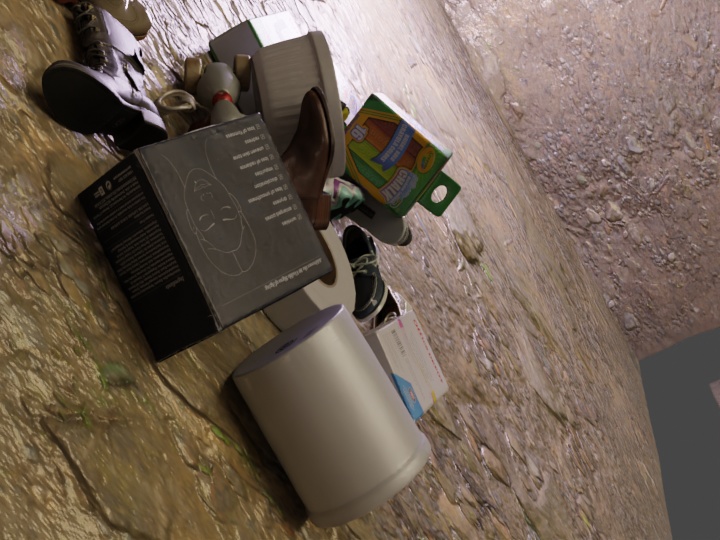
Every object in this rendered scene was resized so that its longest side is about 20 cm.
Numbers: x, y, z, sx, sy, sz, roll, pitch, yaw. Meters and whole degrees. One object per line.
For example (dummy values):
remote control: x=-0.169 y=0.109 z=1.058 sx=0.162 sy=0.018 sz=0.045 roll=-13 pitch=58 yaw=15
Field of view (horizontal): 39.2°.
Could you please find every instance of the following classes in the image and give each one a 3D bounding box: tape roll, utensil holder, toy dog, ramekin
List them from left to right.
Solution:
toy dog: x=-0.189 y=-0.209 z=1.340 sx=0.201 sy=0.129 sz=0.098 roll=-74 pitch=171 yaw=-53
ramekin: x=-0.089 y=-0.222 z=1.401 sx=0.200 sy=0.103 sz=0.204 roll=170 pitch=-90 yaw=-83
tape roll: x=-0.086 y=-0.011 z=1.393 sx=0.203 sy=0.070 sz=0.204 roll=51 pitch=24 yaw=-33
utensil holder: x=-0.037 y=0.167 z=1.187 sx=0.202 sy=0.168 sz=0.170 roll=58 pitch=21 yaw=-7

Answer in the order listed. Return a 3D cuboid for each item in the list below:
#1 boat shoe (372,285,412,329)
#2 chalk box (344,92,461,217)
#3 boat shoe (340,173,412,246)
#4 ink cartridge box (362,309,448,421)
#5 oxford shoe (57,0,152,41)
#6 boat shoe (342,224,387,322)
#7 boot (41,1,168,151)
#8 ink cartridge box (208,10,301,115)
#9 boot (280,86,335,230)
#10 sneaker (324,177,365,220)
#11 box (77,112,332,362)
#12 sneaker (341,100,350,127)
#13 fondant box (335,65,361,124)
boat shoe: x=0.044 y=0.090 z=1.607 sx=0.063 sy=0.073 sz=0.201 roll=50 pitch=14 yaw=-18
chalk box: x=0.065 y=-0.168 z=1.593 sx=0.199 sy=0.125 sz=0.124 roll=39 pitch=13 yaw=2
boat shoe: x=0.003 y=-0.106 z=1.655 sx=0.200 sy=0.071 sz=0.064 roll=44 pitch=7 yaw=20
ink cartridge box: x=0.028 y=0.149 z=1.411 sx=0.130 sy=0.124 sz=0.200 roll=65 pitch=21 yaw=2
oxford shoe: x=-0.306 y=-0.339 z=1.219 sx=0.199 sy=0.074 sz=0.072 roll=21 pitch=46 yaw=-62
boat shoe: x=0.000 y=0.000 z=1.582 sx=0.062 sy=0.074 sz=0.202 roll=52 pitch=23 yaw=-31
boot: x=-0.302 y=-0.235 z=1.151 sx=0.200 sy=0.068 sz=0.176 roll=33 pitch=32 yaw=-61
ink cartridge box: x=-0.140 y=-0.318 z=1.586 sx=0.148 sy=0.082 sz=0.200 roll=61 pitch=20 yaw=-10
boot: x=-0.133 y=-0.133 z=1.251 sx=0.064 sy=0.196 sz=0.191 roll=-172 pitch=-100 yaw=-66
sneaker: x=-0.077 y=-0.155 z=1.541 sx=0.198 sy=0.077 sz=0.142 roll=5 pitch=58 yaw=-54
box: x=-0.163 y=-0.040 z=1.098 sx=0.199 sy=0.123 sz=0.199 roll=-28 pitch=91 yaw=-51
sneaker: x=-0.072 y=-0.228 z=1.632 sx=0.078 sy=0.086 sz=0.200 roll=39 pitch=-8 yaw=4
fondant box: x=-0.034 y=-0.268 z=1.823 sx=0.201 sy=0.058 sz=0.145 roll=55 pitch=23 yaw=-27
